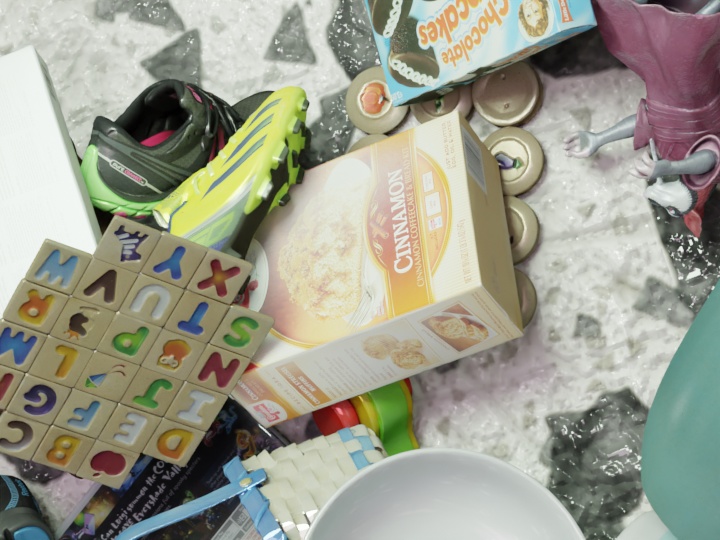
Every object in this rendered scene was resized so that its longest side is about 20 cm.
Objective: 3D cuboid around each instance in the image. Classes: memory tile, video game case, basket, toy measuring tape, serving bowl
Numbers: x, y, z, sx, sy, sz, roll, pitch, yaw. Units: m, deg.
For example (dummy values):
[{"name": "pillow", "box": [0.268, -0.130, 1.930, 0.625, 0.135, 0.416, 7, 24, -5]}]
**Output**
[{"name": "memory tile", "box": [0.057, -0.051, 1.683, 0.153, 0.017, 0.200, -1, 82, 21]}, {"name": "video game case", "box": [-0.117, 0.197, 1.716, 0.182, 0.023, 0.200, 42, 99, 20]}, {"name": "basket", "box": [-0.049, 0.211, 1.588, 0.200, 0.139, 0.177, -28, 116, -10]}, {"name": "toy measuring tape", "box": [0.027, 0.115, 1.641, 0.200, 0.074, 0.074, 45, 100, 21]}, {"name": "serving bowl", "box": [0.050, 0.217, 1.494, 0.200, 0.066, 0.201, 3, 71, -9]}]

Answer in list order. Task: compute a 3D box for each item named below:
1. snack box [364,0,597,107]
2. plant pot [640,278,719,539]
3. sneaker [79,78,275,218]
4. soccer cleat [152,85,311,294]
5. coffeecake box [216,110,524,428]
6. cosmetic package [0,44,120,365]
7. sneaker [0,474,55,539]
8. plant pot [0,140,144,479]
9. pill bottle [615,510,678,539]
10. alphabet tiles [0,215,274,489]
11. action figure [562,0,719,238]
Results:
[{"name": "snack box", "box": [0.074, -0.192, 1.599, 0.200, 0.037, 0.116, -20, 84, 56]}, {"name": "plant pot", "box": [0.272, 0.107, 1.487, 0.201, 0.200, 0.161, 43, 112, 21]}, {"name": "sneaker", "box": [-0.113, -0.096, 1.665, 0.077, 0.200, 0.084, 26, 122, 33]}, {"name": "soccer cleat", "box": [-0.096, -0.051, 1.610, 0.084, 0.065, 0.200, 18, 64, 17]}, {"name": "coffeecake box", "box": [0.000, 0.000, 1.621, 0.200, 0.073, 0.154, -21, 50, 19]}, {"name": "cosmetic package", "box": [-0.256, -0.031, 1.582, 0.151, 0.052, 0.200, -19, 77, 0]}, {"name": "sneaker", "box": [-0.299, 0.241, 1.766, 0.200, 0.073, 0.082, -48, 38, 16]}, {"name": "plant pot", "box": [-0.216, 0.032, 1.680, 0.198, 0.200, 0.200, 42, 99, 20]}, {"name": "pill bottle", "box": [0.243, 0.249, 1.520, 0.200, 0.111, 0.111, 32, 95, 21]}, {"name": "alphabet tiles", "box": [-0.159, 0.057, 1.548, 0.200, 0.166, 0.006, -57, 27, 26]}, {"name": "action figure", "box": [0.217, -0.118, 1.571, 0.149, 0.200, 0.134, -24, 32, -12]}]
